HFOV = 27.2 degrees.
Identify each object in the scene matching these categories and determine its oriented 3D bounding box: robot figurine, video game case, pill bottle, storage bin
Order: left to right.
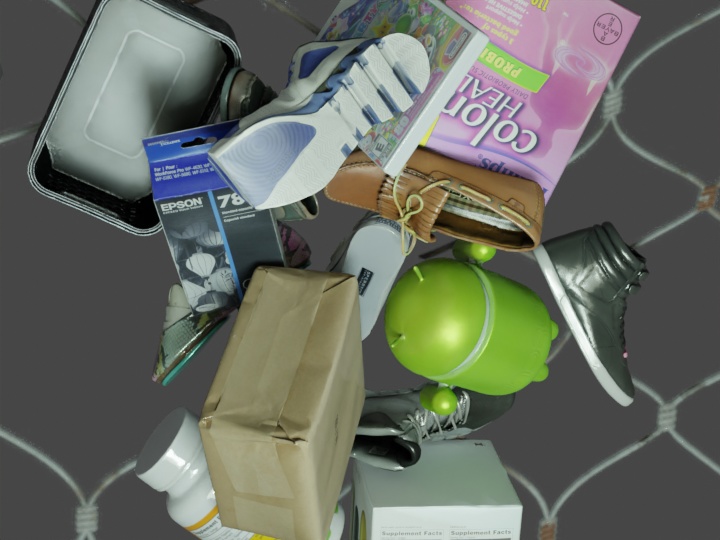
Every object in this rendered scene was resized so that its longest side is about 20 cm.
[{"bbox_3d":[-0.206,-0.151,1.352,0.135,0.094,0.201,24,103,-15],"label":"storage bin"},{"bbox_3d":[-0.123,0.225,1.485,0.200,0.111,0.111,39,100,-18],"label":"pill bottle"},{"bbox_3d":[0.021,-0.187,1.321,0.018,0.200,0.144,25,105,-38],"label":"video game case"},{"bbox_3d":[0.105,0.055,1.433,0.200,0.115,0.176,18,85,-45],"label":"robot figurine"}]

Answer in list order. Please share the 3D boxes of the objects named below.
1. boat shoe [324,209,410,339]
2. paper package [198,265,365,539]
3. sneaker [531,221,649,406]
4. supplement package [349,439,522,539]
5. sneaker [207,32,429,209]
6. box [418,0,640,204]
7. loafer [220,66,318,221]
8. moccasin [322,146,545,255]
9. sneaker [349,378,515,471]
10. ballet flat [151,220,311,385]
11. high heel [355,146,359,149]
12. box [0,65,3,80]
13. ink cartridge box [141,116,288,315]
[{"bbox_3d":[0.000,0.000,1.434,0.071,0.070,0.200,27,136,-1],"label":"boat shoe"},{"bbox_3d":[-0.065,0.124,1.358,0.103,0.191,0.200,10,143,11],"label":"paper package"},{"bbox_3d":[0.258,0.040,1.499,0.099,0.071,0.201,-27,107,7],"label":"sneaker"},{"bbox_3d":[0.069,0.295,1.516,0.150,0.152,0.201,0,109,-8],"label":"supplement package"},{"bbox_3d":[-0.041,-0.135,1.270,0.199,0.115,0.081,-37,115,-9],"label":"sneaker"},{"bbox_3d":[0.127,-0.187,1.372,0.175,0.097,0.201,26,95,-16],"label":"box"},{"bbox_3d":[-0.078,-0.112,1.352,0.063,0.072,0.200,12,151,14],"label":"loafer"},{"bbox_3d":[0.064,-0.057,1.320,0.200,0.078,0.074,17,138,-6],"label":"moccasin"},{"bbox_3d":[0.068,0.159,1.488,0.199,0.116,0.075,-11,110,-4],"label":"sneaker"},{"bbox_3d":[-0.139,0.024,1.444,0.200,0.069,0.071,-40,92,2],"label":"ballet flat"},{"bbox_3d":[0.018,-0.100,1.401,0.199,0.096,0.068,22,104,-15],"label":"high heel"},{"bbox_3d":[-0.426,-0.175,1.294,0.199,0.122,0.107,-18,110,-2],"label":"box"},{"bbox_3d":[-0.126,-0.044,1.330,0.099,0.039,0.201,-12,137,1],"label":"ink cartridge box"}]
